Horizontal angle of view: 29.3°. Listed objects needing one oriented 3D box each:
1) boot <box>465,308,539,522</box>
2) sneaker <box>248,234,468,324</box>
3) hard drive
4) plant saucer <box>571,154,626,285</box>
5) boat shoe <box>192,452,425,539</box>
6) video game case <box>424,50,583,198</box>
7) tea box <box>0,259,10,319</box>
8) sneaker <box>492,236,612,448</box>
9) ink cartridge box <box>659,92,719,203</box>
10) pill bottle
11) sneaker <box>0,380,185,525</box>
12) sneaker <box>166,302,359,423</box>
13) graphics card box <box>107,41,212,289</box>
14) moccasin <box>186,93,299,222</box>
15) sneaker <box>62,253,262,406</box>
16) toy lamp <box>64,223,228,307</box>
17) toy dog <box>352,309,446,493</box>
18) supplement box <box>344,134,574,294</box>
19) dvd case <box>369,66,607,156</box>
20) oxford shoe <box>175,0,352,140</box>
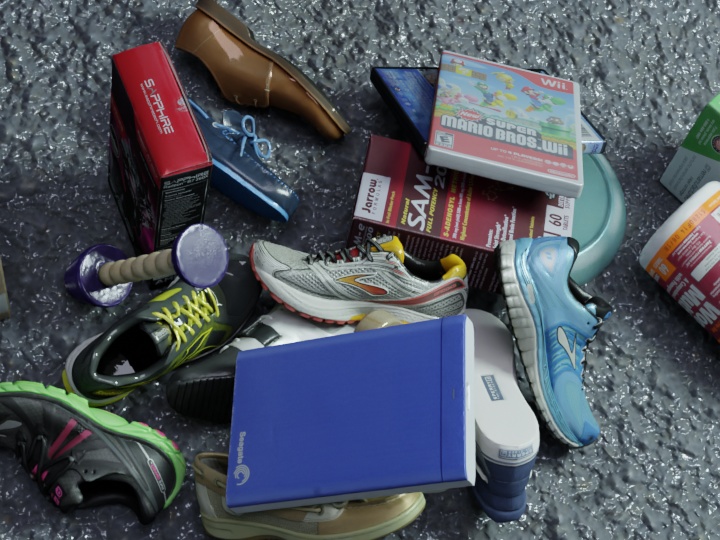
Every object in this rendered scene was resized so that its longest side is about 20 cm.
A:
[{"bbox_3d":[0.106,0.124,1.209,0.072,0.091,0.201,-1,34,-6],"label":"boot"},{"bbox_3d":[0.000,0.000,1.201,0.198,0.083,0.078,12,23,-11],"label":"sneaker"},{"bbox_3d":[-0.009,0.112,1.067,0.198,0.025,0.133,-10,60,22],"label":"hard drive"},{"bbox_3d":[0.168,-0.074,1.342,0.198,0.027,0.202,4,62,-8],"label":"plant saucer"},{"bbox_3d":[-0.045,0.176,1.099,0.199,0.064,0.073,-3,18,30],"label":"boat shoe"},{"bbox_3d":[0.136,-0.140,1.283,0.141,0.018,0.201,13,35,-1],"label":"video game case"},{"bbox_3d":[-0.421,-0.043,1.163,0.198,0.134,0.198,-15,65,-17],"label":"tea box"},{"bbox_3d":[0.181,0.062,1.191,0.089,0.202,0.079,-16,20,6],"label":"sneaker"},{"bbox_3d":[0.404,-0.076,1.315,0.083,0.147,0.200,-38,73,-24],"label":"ink cartridge box"},{"bbox_3d":[0.365,0.021,1.279,0.109,0.110,0.200,-37,74,-24],"label":"pill bottle"},{"bbox_3d":[-0.244,0.151,1.126,0.198,0.077,0.084,18,57,1],"label":"sneaker"},{"bbox_3d":[-0.082,0.074,1.200,0.198,0.074,0.089,-8,56,-26],"label":"sneaker"},{"bbox_3d":[-0.177,-0.086,1.190,0.050,0.200,0.126,-17,68,-19],"label":"graphics card box"},{"bbox_3d":[-0.132,-0.124,1.283,0.199,0.081,0.068,37,74,9],"label":"moccasin"},{"bbox_3d":[-0.159,0.053,1.178,0.199,0.085,0.075,-37,97,-19],"label":"sneaker"},{"bbox_3d":[-0.187,-0.001,1.156,0.058,0.199,0.059,5,82,-41],"label":"toy lamp"},{"bbox_3d":[0.033,0.126,1.155,0.096,0.201,0.132,2,42,-46],"label":"toy dog"},{"bbox_3d":[0.092,-0.047,1.258,0.198,0.061,0.110,12,52,-1],"label":"supplement box"},{"bbox_3d":[0.122,-0.155,1.331,0.198,0.018,0.143,-3,38,-23],"label":"dvd case"},{"bbox_3d":[-0.095,-0.182,1.343,0.199,0.071,0.072,38,92,9],"label":"oxford shoe"}]
